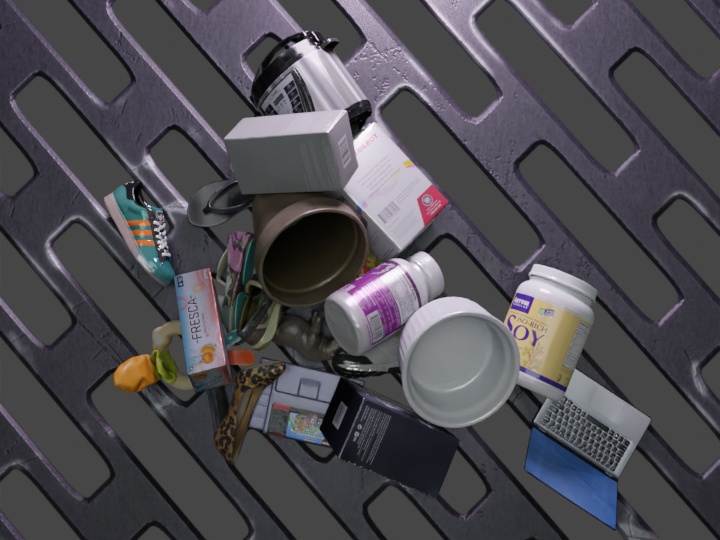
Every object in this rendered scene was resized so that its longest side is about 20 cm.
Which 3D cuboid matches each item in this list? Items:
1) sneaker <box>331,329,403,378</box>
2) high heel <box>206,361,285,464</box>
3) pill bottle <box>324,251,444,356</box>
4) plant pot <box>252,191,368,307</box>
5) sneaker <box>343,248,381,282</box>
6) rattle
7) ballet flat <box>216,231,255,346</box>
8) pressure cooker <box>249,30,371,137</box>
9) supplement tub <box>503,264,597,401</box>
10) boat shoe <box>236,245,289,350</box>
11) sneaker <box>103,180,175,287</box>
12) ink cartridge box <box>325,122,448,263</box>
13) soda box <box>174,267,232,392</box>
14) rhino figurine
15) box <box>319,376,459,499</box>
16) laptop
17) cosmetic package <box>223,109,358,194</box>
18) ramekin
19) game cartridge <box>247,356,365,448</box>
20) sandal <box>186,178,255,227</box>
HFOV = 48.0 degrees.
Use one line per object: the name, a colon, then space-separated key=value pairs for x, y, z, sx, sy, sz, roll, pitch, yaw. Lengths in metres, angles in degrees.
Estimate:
sneaker: x=0.040 y=0.147 z=1.438 sx=0.195 sy=0.074 sz=0.082 roll=-2 pitch=78 yaw=-22
high heel: x=-0.186 y=0.245 z=1.405 sx=0.197 sy=0.071 sz=0.146 roll=-27 pitch=71 yaw=33
pill bottle: x=0.044 y=0.049 z=1.364 sx=0.198 sy=0.112 sz=0.114 roll=-30 pitch=87 yaw=-27
plant pot: x=-0.108 y=-0.069 z=1.381 sx=0.198 sy=0.201 sz=0.175 roll=-33 pitch=48 yaw=-1
sneaker: x=0.000 y=0.000 z=1.443 sx=0.076 sy=0.090 sz=0.206 roll=1 pitch=86 yaw=2
rattle: x=-0.301 y=0.154 z=1.388 sx=0.195 sy=0.142 sz=0.134 roll=6 pitch=86 yaw=26
ballet flat: x=-0.229 y=0.030 z=1.458 sx=0.069 sy=0.069 sz=0.206 roll=7 pitch=90 yaw=18
pressure cooker: x=-0.097 y=-0.306 z=1.421 sx=0.174 sy=0.179 sz=0.202 roll=-35 pitch=87 yaw=-17
supplement tub: x=0.320 y=0.108 z=1.408 sx=0.142 sy=0.145 sz=0.204 roll=23 pitch=87 yaw=1
boat shoe: x=-0.170 y=0.036 z=1.416 sx=0.071 sy=0.066 sz=0.205 roll=-13 pitch=54 yaw=36
sneaker: x=-0.381 y=-0.070 z=1.458 sx=0.079 sy=0.071 sz=0.202 roll=-33 pitch=86 yaw=3
ink cartridge box: x=0.035 y=-0.135 z=1.429 sx=0.200 sy=0.086 sz=0.147 roll=46 pitch=63 yaw=4
soda box: x=-0.267 y=0.099 z=1.368 sx=0.067 sy=0.064 sz=0.203 roll=-13 pitch=55 yaw=-5
rhino figurine: x=-0.090 y=0.113 z=1.453 sx=0.196 sy=0.060 sz=0.089 roll=26 pitch=84 yaw=0
box: x=0.043 y=0.275 z=1.357 sx=0.179 sy=0.200 sz=0.106 roll=26 pitch=87 yaw=-13
laptop: x=0.401 y=0.302 z=1.412 sx=0.185 sy=0.116 sz=0.203 roll=32 pitch=88 yaw=1
cosmetic package: x=-0.113 y=-0.191 z=1.318 sx=0.195 sy=0.091 sz=0.109 roll=4 pitch=127 yaw=25
ramekin: x=0.153 y=0.143 z=1.323 sx=0.195 sy=0.098 sz=0.206 roll=-4 pitch=110 yaw=-10
game cartridge: x=-0.098 y=0.243 z=1.461 sx=0.195 sy=0.038 sz=0.133 roll=12 pitch=83 yaw=1
sandal: x=-0.228 y=-0.137 z=1.474 sx=0.195 sy=0.043 sz=0.078 roll=-19 pitch=87 yaw=-1
